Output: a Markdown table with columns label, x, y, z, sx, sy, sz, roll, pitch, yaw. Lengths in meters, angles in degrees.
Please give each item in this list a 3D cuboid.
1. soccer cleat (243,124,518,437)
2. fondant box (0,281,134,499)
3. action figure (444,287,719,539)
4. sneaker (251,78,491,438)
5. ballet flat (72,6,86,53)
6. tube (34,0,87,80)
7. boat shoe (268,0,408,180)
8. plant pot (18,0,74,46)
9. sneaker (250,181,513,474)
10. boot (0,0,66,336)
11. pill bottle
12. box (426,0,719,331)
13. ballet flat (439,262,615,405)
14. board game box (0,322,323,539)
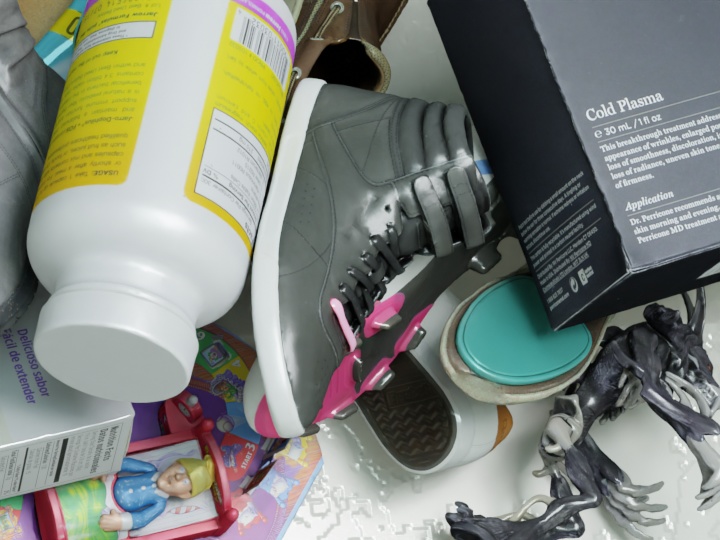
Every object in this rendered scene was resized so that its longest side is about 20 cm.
| label | x | y | z | sx | sy | sz | roll | pitch | yaw |
| --- | --- | --- | --- | --- | --- | --- | --- | --- | --- |
| soccer cleat | 0.000 | 0.000 | 1.481 | 0.086 | 0.070 | 0.200 | 37 | 68 | 25 |
| fondant box | -0.227 | 0.047 | 1.446 | 0.200 | 0.058 | 0.144 | -12 | 59 | -22 |
| action figure | 0.134 | 0.094 | 1.536 | 0.102 | 0.119 | 0.200 | 43 | 70 | 3 |
| sneaker | 0.008 | -0.010 | 1.401 | 0.099 | 0.071 | 0.200 | 0 | 53 | 12 |
| ballet flat | -0.059 | -0.160 | 1.510 | 0.200 | 0.068 | 0.068 | -43 | 121 | -25 |
| tube | -0.107 | -0.143 | 1.550 | 0.077 | 0.050 | 0.200 | 31 | 70 | 2 |
| boat shoe | -0.015 | -0.104 | 1.546 | 0.075 | 0.075 | 0.202 | 15 | 45 | 27 |
| plant pot | -0.121 | -0.170 | 1.590 | 0.200 | 0.027 | 0.200 | 6 | 71 | -17 |
| sneaker | 0.009 | 0.018 | 1.559 | 0.085 | 0.073 | 0.200 | -5 | 60 | -56 |
| boot | -0.199 | -0.047 | 1.402 | 0.132 | 0.070 | 0.200 | 57 | 38 | -26 |
| pill bottle | -0.096 | -0.043 | 1.394 | 0.104 | 0.104 | 0.200 | 18 | 59 | -11 |
| box | 0.164 | -0.092 | 1.455 | 0.200 | 0.104 | 0.182 | -15 | 79 | -22 |
| ballet flat | 0.092 | 0.030 | 1.523 | 0.067 | 0.062 | 0.200 | 44 | 39 | 8 |
| board game box | -0.109 | 0.105 | 1.493 | 0.158 | 0.039 | 0.200 | 32 | 65 | -5 |
